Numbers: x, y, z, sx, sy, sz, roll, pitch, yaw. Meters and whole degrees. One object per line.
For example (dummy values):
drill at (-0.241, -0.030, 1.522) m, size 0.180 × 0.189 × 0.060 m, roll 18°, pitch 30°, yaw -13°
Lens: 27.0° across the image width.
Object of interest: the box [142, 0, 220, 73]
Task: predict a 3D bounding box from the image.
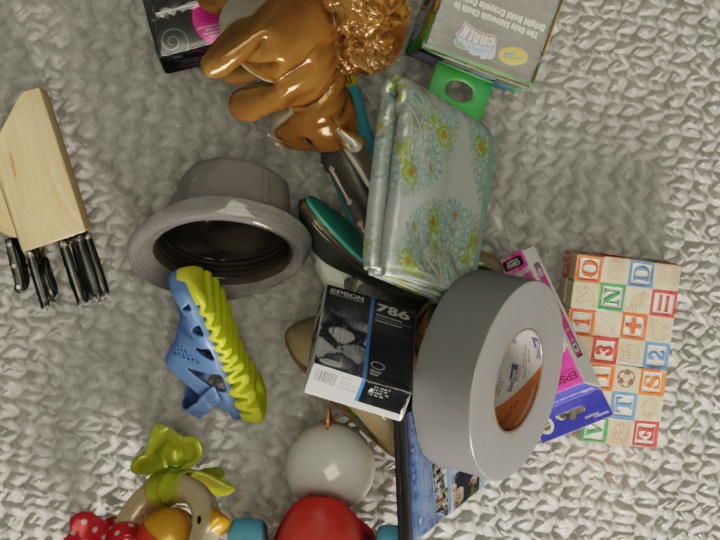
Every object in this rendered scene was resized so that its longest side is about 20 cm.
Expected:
box at (-0.121, -0.291, 1.514) m, size 0.200 × 0.115 × 0.132 m, roll -15°, pitch 89°, yaw -5°

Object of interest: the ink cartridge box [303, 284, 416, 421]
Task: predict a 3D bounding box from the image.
ink cartridge box at (0.003, 0.068, 1.475) m, size 0.099 × 0.200 × 0.039 m, roll 16°, pitch 116°, yaw -6°

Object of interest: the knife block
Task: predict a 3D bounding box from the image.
knife block at (-0.310, -0.065, 1.543) m, size 0.175 × 0.064 × 0.200 m, roll 28°, pitch 91°, yaw -8°

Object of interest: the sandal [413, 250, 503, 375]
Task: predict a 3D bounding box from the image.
sandal at (0.091, 0.069, 1.563) m, size 0.080 × 0.054 × 0.200 m, roll 16°, pitch 122°, yaw -20°

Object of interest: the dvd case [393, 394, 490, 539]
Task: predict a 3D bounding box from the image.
dvd case at (0.089, 0.176, 1.522) m, size 0.018 × 0.200 × 0.143 m, roll 5°, pitch 106°, yaw 30°

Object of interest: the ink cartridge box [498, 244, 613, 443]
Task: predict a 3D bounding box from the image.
ink cartridge box at (0.181, 0.081, 1.579) m, size 0.095 × 0.037 × 0.200 m, roll -27°, pitch 88°, yaw 33°

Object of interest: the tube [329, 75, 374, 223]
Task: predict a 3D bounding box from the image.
tube at (-0.021, -0.151, 1.576) m, size 0.077 × 0.050 × 0.200 m, roll -20°, pitch 91°, yaw -10°

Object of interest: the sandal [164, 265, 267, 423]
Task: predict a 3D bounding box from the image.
sandal at (-0.163, 0.085, 1.543) m, size 0.087 × 0.080 × 0.200 m, roll -12°, pitch 121°, yaw 9°

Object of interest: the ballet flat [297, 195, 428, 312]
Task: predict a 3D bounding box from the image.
ballet flat at (0.000, 0.000, 1.561) m, size 0.200 × 0.068 × 0.068 m, roll 33°, pitch 112°, yaw -24°

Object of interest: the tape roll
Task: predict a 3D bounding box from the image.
tape roll at (0.128, 0.102, 1.477) m, size 0.066 × 0.200 × 0.201 m, roll 13°, pitch 95°, yaw 31°

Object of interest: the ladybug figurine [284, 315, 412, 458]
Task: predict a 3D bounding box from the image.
ladybug figurine at (0.007, 0.117, 1.549) m, size 0.072 × 0.136 × 0.200 m, roll -44°, pitch 75°, yaw -10°

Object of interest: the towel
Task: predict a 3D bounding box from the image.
towel at (0.069, -0.070, 1.456) m, size 0.048 × 0.171 × 0.200 m, roll -1°, pitch 76°, yaw 31°

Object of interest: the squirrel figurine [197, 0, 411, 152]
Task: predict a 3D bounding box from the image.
squirrel figurine at (-0.036, -0.201, 1.413) m, size 0.200 × 0.142 × 0.187 m, roll -30°, pitch 127°, yaw 7°

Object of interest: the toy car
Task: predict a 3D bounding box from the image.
toy car at (-0.031, 0.236, 1.571) m, size 0.184 × 0.177 × 0.200 m, roll 2°, pitch 67°, yaw 7°

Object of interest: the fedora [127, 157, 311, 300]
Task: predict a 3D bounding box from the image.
fedora at (-0.140, -0.051, 1.522) m, size 0.177 × 0.200 × 0.090 m, roll 17°, pitch 61°, yaw -25°

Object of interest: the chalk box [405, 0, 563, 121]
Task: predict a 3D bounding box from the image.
chalk box at (0.127, -0.256, 1.540) m, size 0.124 × 0.124 × 0.200 m, roll 20°, pitch 94°, yaw -8°

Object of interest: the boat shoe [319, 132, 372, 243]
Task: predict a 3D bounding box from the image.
boat shoe at (-0.006, -0.082, 1.517) m, size 0.057 × 0.067 × 0.200 m, roll -35°, pitch 78°, yaw 19°

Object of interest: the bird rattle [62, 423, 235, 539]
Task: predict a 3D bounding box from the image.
bird rattle at (-0.216, 0.263, 1.527) m, size 0.200 × 0.163 × 0.113 m, roll -45°, pitch 133°, yaw -10°

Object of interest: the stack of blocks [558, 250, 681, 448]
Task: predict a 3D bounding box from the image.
stack of blocks at (0.269, 0.084, 1.613) m, size 0.115 × 0.059 × 0.200 m, roll 6°, pitch 95°, yaw -6°
